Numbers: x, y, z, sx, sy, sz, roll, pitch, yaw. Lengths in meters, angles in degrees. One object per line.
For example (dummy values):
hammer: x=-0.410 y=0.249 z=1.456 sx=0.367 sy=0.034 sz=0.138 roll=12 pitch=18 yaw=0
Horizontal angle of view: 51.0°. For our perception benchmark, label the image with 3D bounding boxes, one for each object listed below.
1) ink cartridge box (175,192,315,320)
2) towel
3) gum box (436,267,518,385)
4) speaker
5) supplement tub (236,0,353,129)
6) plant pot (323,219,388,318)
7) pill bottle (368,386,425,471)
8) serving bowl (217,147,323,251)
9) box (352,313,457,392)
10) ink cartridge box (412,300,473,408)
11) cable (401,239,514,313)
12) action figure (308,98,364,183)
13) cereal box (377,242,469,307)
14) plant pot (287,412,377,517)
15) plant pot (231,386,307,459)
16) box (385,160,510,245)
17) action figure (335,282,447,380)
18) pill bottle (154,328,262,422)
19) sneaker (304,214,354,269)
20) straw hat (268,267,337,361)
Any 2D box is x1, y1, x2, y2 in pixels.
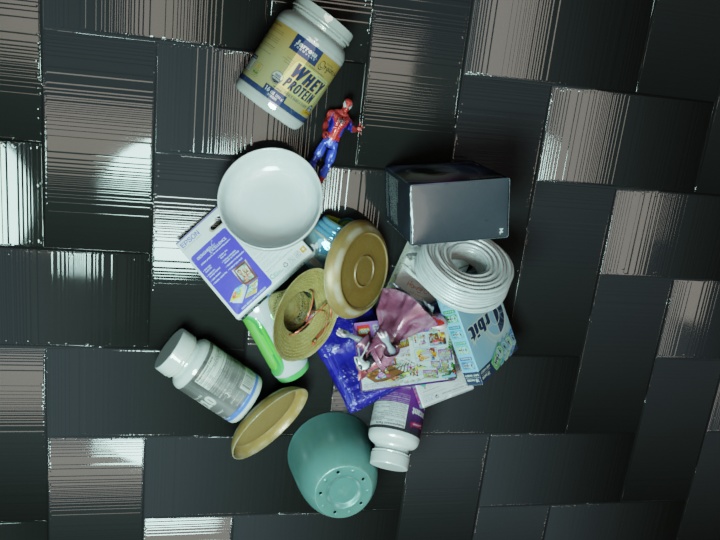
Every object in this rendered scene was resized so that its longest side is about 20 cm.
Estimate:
ink cartridge box: x=-0.225 y=-0.042 z=1.477 sx=0.198 sy=0.043 sz=0.200 roll=-41 pitch=81 yaw=-3
towel: x=-0.005 y=0.177 z=1.573 sx=0.147 sy=0.050 sz=0.202 roll=-28 pitch=78 yaw=-2
gum box: x=0.247 y=0.111 z=1.579 sx=0.169 sy=0.044 sz=0.202 roll=-32 pitch=104 yaw=-47
speaker: x=-0.180 y=0.129 z=1.549 sx=0.088 sy=0.089 sz=0.202 roll=-27 pitch=112 yaw=-3
supplement tub: x=-0.117 y=-0.376 z=1.367 sx=0.144 sy=0.145 sz=0.201 roll=32 pitch=99 yaw=-20
plant pot: x=0.000 y=0.000 z=1.514 sx=0.199 sy=0.027 sz=0.203 roll=-19 pitch=114 yaw=-49
pill bottle: x=0.078 y=0.317 z=1.607 sx=0.110 sy=0.111 sz=0.202 roll=20 pitch=66 yaw=-18
serving bowl: x=-0.168 y=-0.128 z=1.435 sx=0.197 sy=0.066 sz=0.203 roll=0 pitch=77 yaw=0
box: x=0.090 y=0.167 z=1.541 sx=0.197 sy=0.039 sz=0.139 roll=-6 pitch=75 yaw=-7
ink cartridge box: x=0.148 y=0.174 z=1.586 sx=0.118 sy=0.042 sz=0.202 roll=-17 pitch=80 yaw=-11
cable: x=0.207 y=-0.006 z=1.499 sx=0.199 sy=0.200 sz=0.070 roll=-23 pitch=146 yaw=-36
action figure: x=-0.057 y=-0.235 z=1.455 sx=0.065 sy=0.099 sz=0.202 roll=21 pitch=100 yaw=-19
cereal box: x=0.140 y=0.020 z=1.610 sx=0.142 sy=0.040 sz=0.202 roll=20 pitch=102 yaw=-20
plant pot: x=-0.050 y=0.436 z=1.638 sx=0.198 sy=0.161 sz=0.203 roll=-4 pitch=108 yaw=-12
plant pot: x=-0.193 y=0.310 z=1.567 sx=0.027 sy=0.200 sz=0.200 roll=44 pitch=95 yaw=22
box: x=0.166 y=-0.138 z=1.480 sx=0.197 sy=0.199 sz=0.125 roll=-6 pitch=109 yaw=-11
action figure: x=0.053 y=0.134 z=1.494 sx=0.148 sy=0.133 sz=0.201 roll=35 pitch=83 yaw=-37
pill bottle: x=-0.309 y=0.212 z=1.531 sx=0.199 sy=0.114 sz=0.114 roll=38 pitch=96 yaw=-21
sneaker: x=-0.032 y=-0.028 z=1.536 sx=0.130 sy=0.080 sz=0.200 roll=-43 pitch=112 yaw=5
straw hat: x=-0.133 y=0.076 z=1.471 sx=0.200 sy=0.084 sz=0.203 roll=-32 pitch=133 yaw=-43
